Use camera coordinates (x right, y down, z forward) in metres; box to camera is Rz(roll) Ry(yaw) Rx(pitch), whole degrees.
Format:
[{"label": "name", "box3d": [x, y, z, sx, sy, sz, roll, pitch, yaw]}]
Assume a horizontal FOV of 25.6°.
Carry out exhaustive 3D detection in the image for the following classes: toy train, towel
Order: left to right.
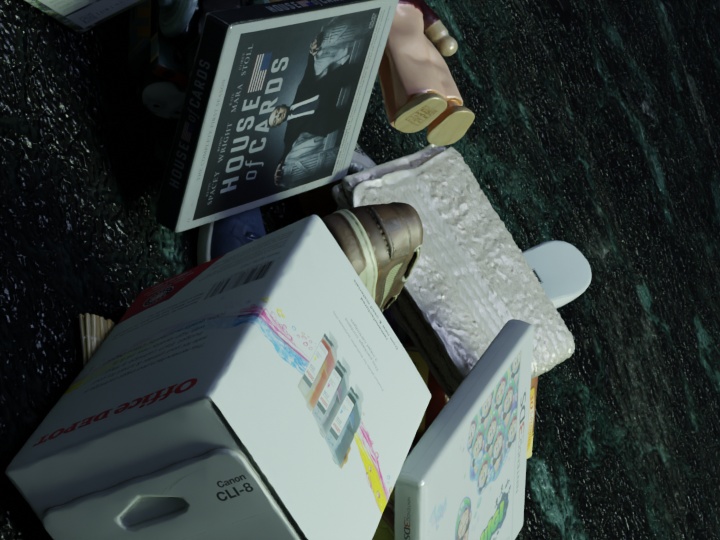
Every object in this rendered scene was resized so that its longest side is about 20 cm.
[{"label": "toy train", "box3d": [-0.118, -0.202, 1.105, 0.085, 0.114, 0.200, 14, 58, -32]}, {"label": "towel", "box3d": [0.072, 0.000, 1.191, 0.133, 0.034, 0.200, -24, 78, -42]}]

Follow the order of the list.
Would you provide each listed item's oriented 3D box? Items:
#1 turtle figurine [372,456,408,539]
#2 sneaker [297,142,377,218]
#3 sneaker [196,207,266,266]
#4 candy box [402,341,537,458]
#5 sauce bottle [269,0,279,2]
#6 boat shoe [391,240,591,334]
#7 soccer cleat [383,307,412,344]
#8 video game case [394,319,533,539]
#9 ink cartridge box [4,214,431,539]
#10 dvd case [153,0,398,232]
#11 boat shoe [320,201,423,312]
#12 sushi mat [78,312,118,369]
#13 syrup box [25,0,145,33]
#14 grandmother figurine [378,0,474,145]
[{"label": "turtle figurine", "box3d": [0.009, 0.179, 1.056, 0.161, 0.064, 0.200, -44, 132, -29]}, {"label": "sneaker", "box3d": [-0.027, -0.101, 1.248, 0.200, 0.076, 0.088, 50, 32, -35]}, {"label": "sneaker", "box3d": [-0.056, 0.027, 1.088, 0.075, 0.084, 0.200, 27, 48, -54]}, {"label": "candy box", "box3d": [0.086, 0.109, 1.287, 0.200, 0.056, 0.117, -12, 106, -64]}, {"label": "sauce bottle", "box3d": [-0.026, -0.196, 1.300, 0.200, 0.066, 0.066, 19, 54, -74]}, {"label": "boat shoe", "box3d": [0.096, 0.023, 1.263, 0.200, 0.066, 0.070, -18, 73, -39]}, {"label": "soccer cleat", "box3d": [0.036, 0.021, 1.277, 0.200, 0.076, 0.067, 45, 35, -40]}, {"label": "video game case", "box3d": [0.071, 0.158, 1.074, 0.200, 0.024, 0.182, -47, 144, -51]}, {"label": "ink cartridge box", "box3d": [-0.073, 0.093, 0.908, 0.145, 0.145, 0.200, 59, 29, -18]}, {"label": "dvd case", "box3d": [-0.053, -0.114, 1.084, 0.025, 0.150, 0.200, 30, 29, 24]}, {"label": "boat shoe", "box3d": [0.003, 0.006, 1.112, 0.075, 0.075, 0.202, 63, -16, 9]}, {"label": "sushi mat", "box3d": [-0.129, 0.126, 0.957, 0.096, 0.012, 0.200, 26, 48, -54]}, {"label": "syrup box", "box3d": [-0.213, -0.232, 0.983, 0.200, 0.079, 0.081, 29, 47, -52]}, {"label": "grandmother figurine", "box3d": [0.025, -0.197, 1.242, 0.121, 0.061, 0.200, 27, 39, -52]}]
